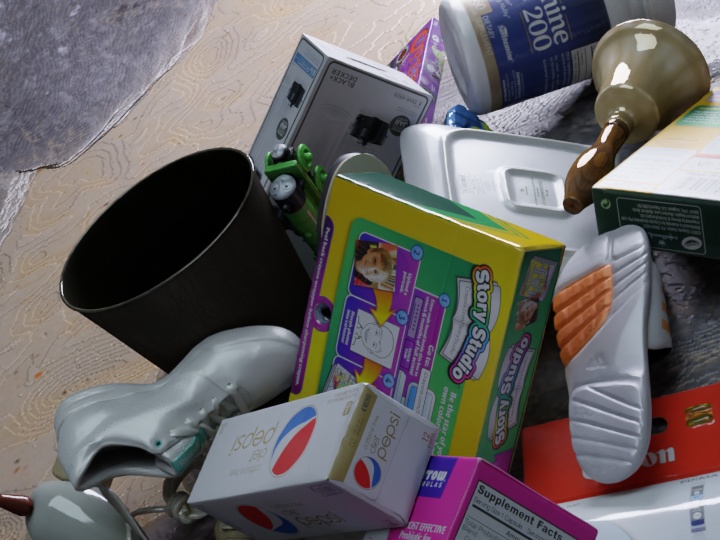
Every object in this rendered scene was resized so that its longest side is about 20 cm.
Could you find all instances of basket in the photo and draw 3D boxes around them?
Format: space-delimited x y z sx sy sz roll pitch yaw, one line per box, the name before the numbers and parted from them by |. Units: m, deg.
basket | -0.109 0.029 1.159 0.179 0.200 0.136 -32 39 7

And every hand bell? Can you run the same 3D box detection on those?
hand bell | 0.201 -0.105 1.156 0.103 0.105 0.200 -1 36 33

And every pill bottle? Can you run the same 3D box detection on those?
pill bottle | 0.179 -0.223 1.319 0.198 0.112 0.111 -19 37 -3

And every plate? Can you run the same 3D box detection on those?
plate | 0.134 -0.052 1.148 0.198 0.033 0.201 7 41 -8

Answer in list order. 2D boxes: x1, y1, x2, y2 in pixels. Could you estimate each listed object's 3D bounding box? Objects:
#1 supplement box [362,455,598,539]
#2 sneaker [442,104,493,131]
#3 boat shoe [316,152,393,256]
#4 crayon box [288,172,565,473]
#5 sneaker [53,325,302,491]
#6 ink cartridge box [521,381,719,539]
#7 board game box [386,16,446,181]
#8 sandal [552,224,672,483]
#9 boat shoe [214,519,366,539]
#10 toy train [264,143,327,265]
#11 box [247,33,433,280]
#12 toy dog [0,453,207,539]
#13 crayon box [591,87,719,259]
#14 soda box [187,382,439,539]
supplement box | 0.045 0.221 0.868 0.101 0.103 0.201 -12 48 62
sneaker | 0.078 -0.077 1.260 0.083 0.071 0.200 -45 14 35
boat shoe | 0.000 0.000 1.137 0.070 0.202 0.063 -14 24 -13
crayon box | 0.041 0.051 1.037 0.172 0.202 0.058 23 19 35
sneaker | -0.127 0.112 1.078 0.198 0.076 0.089 -22 37 -2
ink cartridge box | 0.173 0.155 0.958 0.159 0.047 0.201 -16 42 20
board game box | 0.029 -0.136 1.359 0.120 0.032 0.201 -38 27 39
sandal | 0.183 0.065 1.029 0.079 0.059 0.208 -21 47 34
boat shoe | -0.034 0.194 1.043 0.199 0.074 0.069 8 70 53
toy train | -0.024 -0.028 1.182 0.041 0.200 0.057 -11 53 23
box | -0.036 -0.086 1.244 0.060 0.116 0.202 46 116 53
toy dog | -0.204 0.199 1.103 0.199 0.096 0.133 -7 74 40
crayon box | 0.283 -0.077 1.111 0.125 0.052 0.200 10 34 40
soda box | -0.035 0.128 0.944 0.199 0.063 0.069 -21 42 56
